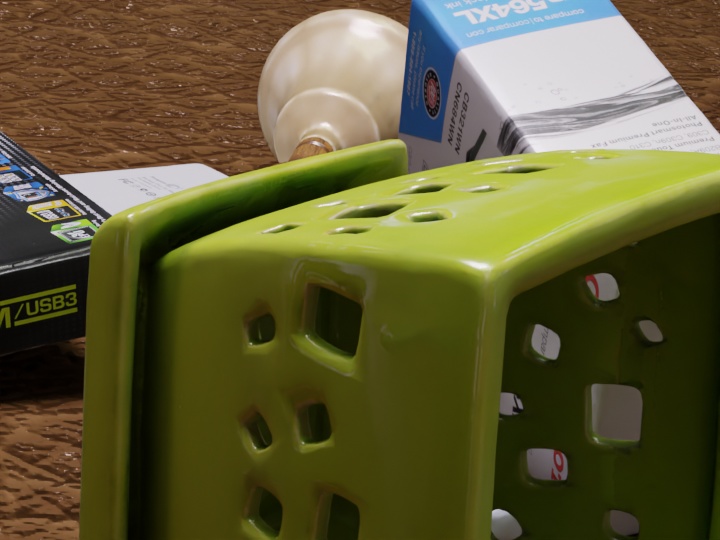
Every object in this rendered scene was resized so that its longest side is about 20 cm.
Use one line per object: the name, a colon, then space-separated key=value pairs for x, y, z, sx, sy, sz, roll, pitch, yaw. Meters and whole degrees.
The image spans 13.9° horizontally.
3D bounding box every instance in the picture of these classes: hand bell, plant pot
hand bell: x=-0.026 y=-0.053 z=1.445 sx=0.104 sy=0.105 sz=0.200 roll=11 pitch=21 yaw=10
plant pot: x=0.015 y=0.057 z=1.014 sx=0.181 sy=0.200 sz=0.200 roll=12 pitch=17 yaw=33

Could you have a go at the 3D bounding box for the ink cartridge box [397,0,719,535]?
ink cartridge box: x=0.090 y=-0.009 z=1.221 sx=0.084 sy=0.147 sz=0.200 roll=-11 pitch=41 yaw=-20

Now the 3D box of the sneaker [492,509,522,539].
sneaker: x=-0.023 y=0.060 z=1.182 sx=0.199 sy=0.071 sz=0.073 roll=15 pitch=19 yaw=22

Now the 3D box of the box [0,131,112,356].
box: x=-0.222 y=-0.008 z=1.307 sx=0.192 sy=0.048 sz=0.200 roll=-11 pitch=25 yaw=-27

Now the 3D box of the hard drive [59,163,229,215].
hard drive: x=-0.124 y=-0.018 z=1.457 sx=0.199 sy=0.026 sz=0.132 roll=-8 pitch=23 yaw=-40
